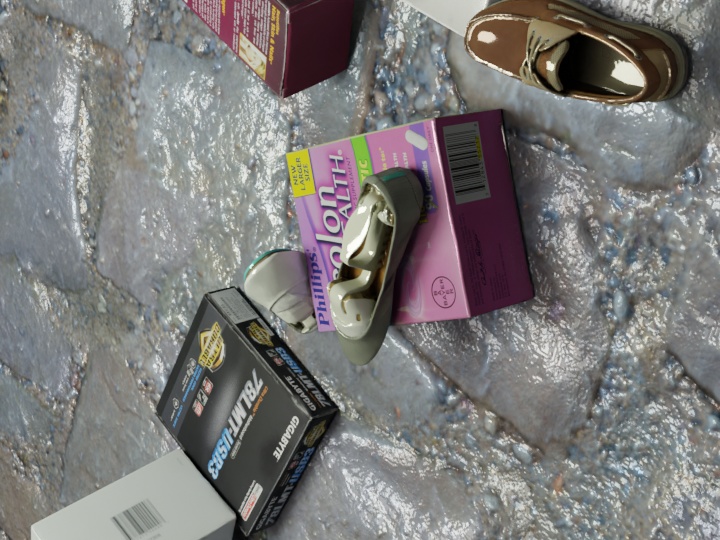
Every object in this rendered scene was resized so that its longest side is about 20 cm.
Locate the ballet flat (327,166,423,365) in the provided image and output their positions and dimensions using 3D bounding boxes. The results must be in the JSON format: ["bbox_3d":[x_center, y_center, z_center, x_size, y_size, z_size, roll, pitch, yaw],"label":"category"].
[{"bbox_3d":[0.000,0.000,1.236,0.067,0.063,0.202,37,123,33],"label":"ballet flat"}]

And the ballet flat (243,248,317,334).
[{"bbox_3d":[-0.066,0.026,1.384,0.069,0.200,0.070,-1,80,5],"label":"ballet flat"}]

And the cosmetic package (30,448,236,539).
[{"bbox_3d":[-0.261,0.343,1.587,0.123,0.198,0.201,43,140,30],"label":"cosmetic package"}]

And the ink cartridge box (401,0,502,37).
[{"bbox_3d":[0.070,-0.325,1.242,0.199,0.044,0.178,36,124,34],"label":"ink cartridge box"}]

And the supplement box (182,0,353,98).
[{"bbox_3d":[-0.100,-0.280,1.371,0.200,0.085,0.111,46,148,28],"label":"supplement box"}]

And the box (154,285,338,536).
[{"bbox_3d":[-0.133,0.157,1.554,0.199,0.049,0.201,49,130,27],"label":"box"}]

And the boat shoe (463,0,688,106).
[{"bbox_3d":[0.166,-0.179,1.140,0.198,0.072,0.077,15,117,33],"label":"boat shoe"}]

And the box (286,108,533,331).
[{"bbox_3d":[0.043,-0.044,1.296,0.199,0.096,0.178,-7,95,46],"label":"box"}]
